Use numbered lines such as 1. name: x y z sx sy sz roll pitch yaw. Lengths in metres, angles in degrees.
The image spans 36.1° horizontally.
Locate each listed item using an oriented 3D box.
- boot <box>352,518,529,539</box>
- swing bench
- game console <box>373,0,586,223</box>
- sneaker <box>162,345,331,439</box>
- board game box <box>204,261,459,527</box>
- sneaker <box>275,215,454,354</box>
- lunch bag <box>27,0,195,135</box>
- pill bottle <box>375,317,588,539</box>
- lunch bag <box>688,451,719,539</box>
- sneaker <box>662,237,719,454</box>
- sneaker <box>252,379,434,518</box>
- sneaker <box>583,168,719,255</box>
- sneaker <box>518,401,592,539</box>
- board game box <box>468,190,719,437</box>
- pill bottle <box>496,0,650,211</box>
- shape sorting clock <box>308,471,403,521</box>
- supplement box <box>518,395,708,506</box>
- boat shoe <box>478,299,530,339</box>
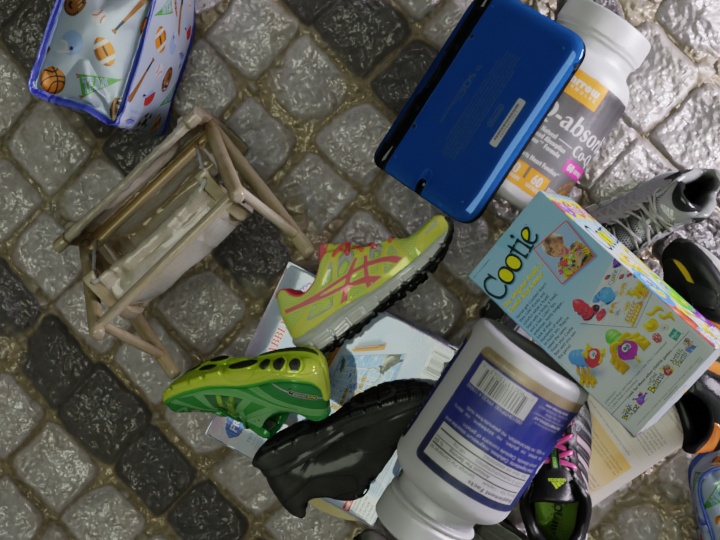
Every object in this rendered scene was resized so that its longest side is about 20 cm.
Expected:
1. boot: 0.097 0.288 1.126 0.200 0.068 0.131 40 96 -23
2. swing bench: -0.187 -0.041 1.097 0.199 0.130 0.200 -43 49 8
3. game console: 0.109 -0.161 1.073 0.170 0.118 0.201 36 98 22
4. sneaker: -0.114 0.126 1.071 0.199 0.074 0.084 -9 103 35
5. board game box: -0.027 0.124 1.128 0.199 0.041 0.201 28 92 9
6. sneaker: 0.000 0.000 1.070 0.199 0.078 0.091 -36 80 6
7. lunch bag: -0.238 -0.251 1.116 0.123 0.170 0.201 21 97 2
8. pill bottle: 0.103 0.156 0.990 0.119 0.120 0.201 34 99 5
9. lunch bag: 0.426 0.241 1.090 0.199 0.076 0.161 -16 92 8
10. sneaker: 0.309 0.073 1.021 0.090 0.070 0.201 -22 97 -21
11. sneaker: -0.002 0.172 1.073 0.199 0.076 0.091 -25 97 11
12. sneaker: 0.262 -0.047 1.050 0.199 0.115 0.075 -34 89 -14
13. sneaker: 0.184 0.185 1.040 0.073 0.087 0.202 -2 93 9
14. board game box: 0.213 0.034 0.980 0.200 0.103 0.105 45 108 19
15. pill bottle: 0.190 -0.158 1.085 0.116 0.116 0.201 33 97 5
16. shape sorting clock: 0.002 0.161 1.163 0.198 0.039 0.202 0 88 10
17. supplement box: 0.229 0.155 1.113 0.199 0.074 0.126 -36 88 9
18. boat shoe: 0.155 0.042 1.125 0.056 0.069 0.200 37 90 4
